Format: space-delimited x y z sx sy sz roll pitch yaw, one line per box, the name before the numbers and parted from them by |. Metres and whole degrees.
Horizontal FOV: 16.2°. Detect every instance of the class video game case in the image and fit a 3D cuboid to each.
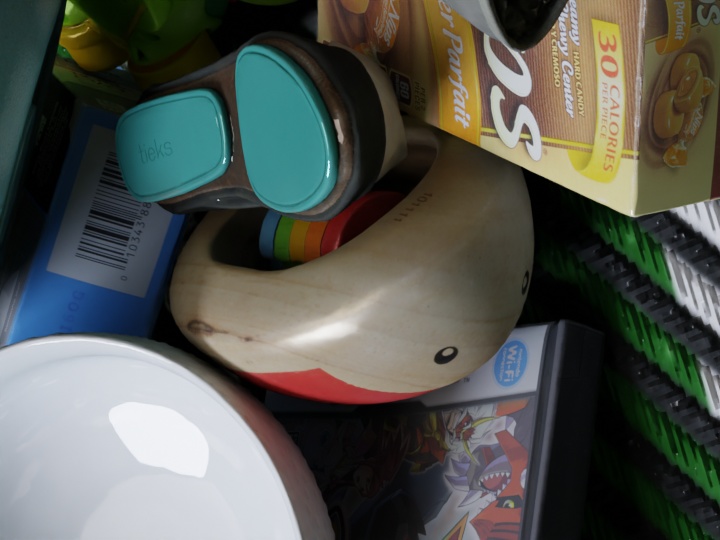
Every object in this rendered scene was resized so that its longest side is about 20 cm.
video game case | 0.012 0.123 0.981 0.180 0.025 0.202 -8 69 50

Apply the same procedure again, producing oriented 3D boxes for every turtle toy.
turtle toy | -0.086 -0.149 1.069 0.200 0.101 0.146 29 157 51

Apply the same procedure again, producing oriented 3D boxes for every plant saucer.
plant saucer | -0.150 -0.039 1.018 0.200 0.027 0.202 -164 90 -84

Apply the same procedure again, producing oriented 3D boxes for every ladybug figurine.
ladybug figurine | 0.000 0.000 0.977 0.072 0.136 0.200 56 163 -21

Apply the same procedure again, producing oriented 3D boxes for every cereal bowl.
cereal bowl | -0.095 0.124 0.995 0.198 0.083 0.202 0 90 19

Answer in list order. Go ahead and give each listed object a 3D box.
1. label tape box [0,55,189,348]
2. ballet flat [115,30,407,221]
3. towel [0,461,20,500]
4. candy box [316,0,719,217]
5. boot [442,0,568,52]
label tape box | -0.138 -0.019 1.157 0.144 0.066 0.200 -72 22 9
ballet flat | -0.027 -0.056 0.944 0.200 0.068 0.069 6 105 63
towel | -0.170 0.061 1.153 0.152 0.200 0.024 25 97 18
candy box | 0.058 -0.105 0.904 0.200 0.055 0.116 30 126 52
boot | -0.002 -0.133 0.877 0.200 0.072 0.183 36 142 30
